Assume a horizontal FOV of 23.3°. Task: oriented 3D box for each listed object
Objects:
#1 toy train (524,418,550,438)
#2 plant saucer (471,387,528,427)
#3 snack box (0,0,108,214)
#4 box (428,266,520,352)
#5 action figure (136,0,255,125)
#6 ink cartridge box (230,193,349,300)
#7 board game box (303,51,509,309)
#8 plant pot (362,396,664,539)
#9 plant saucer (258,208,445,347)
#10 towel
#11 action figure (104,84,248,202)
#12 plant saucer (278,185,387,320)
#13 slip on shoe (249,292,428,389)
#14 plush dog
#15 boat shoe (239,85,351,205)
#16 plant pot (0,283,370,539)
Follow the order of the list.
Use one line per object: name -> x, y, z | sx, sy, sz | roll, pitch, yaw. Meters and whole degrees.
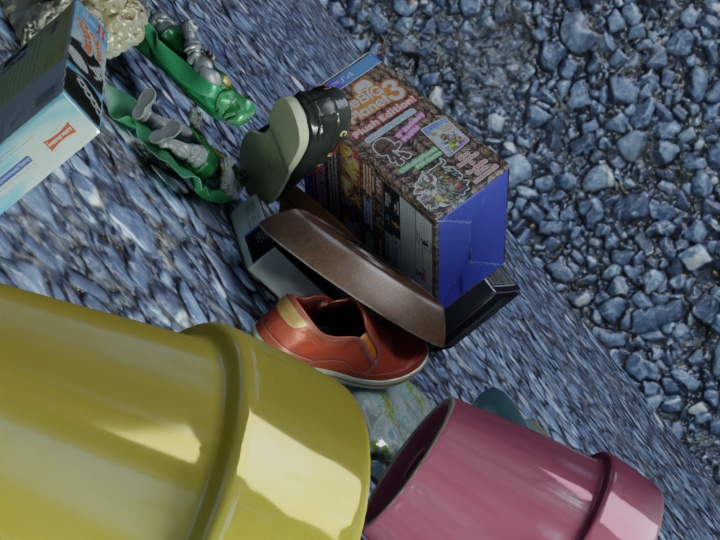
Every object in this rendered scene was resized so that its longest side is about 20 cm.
toy train -> 0.182, 0.210, 1.639 | 0.114, 0.085, 0.200 | 56, -1, -38
plant saucer -> 0.132, 0.207, 1.592 | 0.200, 0.027, 0.201 | 168, -90, -77
snack box -> -0.217, -0.099, 1.115 | 0.037, 0.116, 0.200 | 48, 12, -23
box -> 0.068, -0.016, 2.016 | 0.200, 0.123, 0.198 | 52, 10, 9
action figure -> -0.168, -0.203, 1.651 | 0.200, 0.055, 0.118 | 47, -7, 25
ink cartridge box -> -0.043, 0.020, 1.671 | 0.200, 0.039, 0.100 | 45, 12, -35
board game box -> 0.041, -0.084, 1.703 | 0.200, 0.097, 0.160 | 42, -25, 27
plant pot -> 0.106, 0.200, 1.358 | 0.179, 0.200, 0.200 | 35, 12, -4
plant saucer -> 0.000, 0.000, 1.562 | 0.200, 0.035, 0.200 | 33, 4, -2
towel -> 0.036, 0.143, 1.576 | 0.200, 0.048, 0.171 | 42, 14, -42
action figure -> -0.151, -0.107, 1.601 | 0.118, 0.055, 0.200 | 53, 6, 21
plant saucer -> -0.015, -0.009, 1.775 | 0.200, 0.032, 0.200 | 44, -6, 6
slip on shoe -> -0.007, 0.056, 1.490 | 0.200, 0.061, 0.074 | 11, 34, -46
plush dog -> -0.229, -0.277, 1.486 | 0.161, 0.172, 0.200 | 52, 12, -1
boat shoe -> -0.065, -0.115, 1.645 | 0.074, 0.063, 0.201 | 68, -25, 10
plant pot -> -0.128, 0.094, 0.711 | 0.189, 0.201, 0.201 | 30, 19, -22
